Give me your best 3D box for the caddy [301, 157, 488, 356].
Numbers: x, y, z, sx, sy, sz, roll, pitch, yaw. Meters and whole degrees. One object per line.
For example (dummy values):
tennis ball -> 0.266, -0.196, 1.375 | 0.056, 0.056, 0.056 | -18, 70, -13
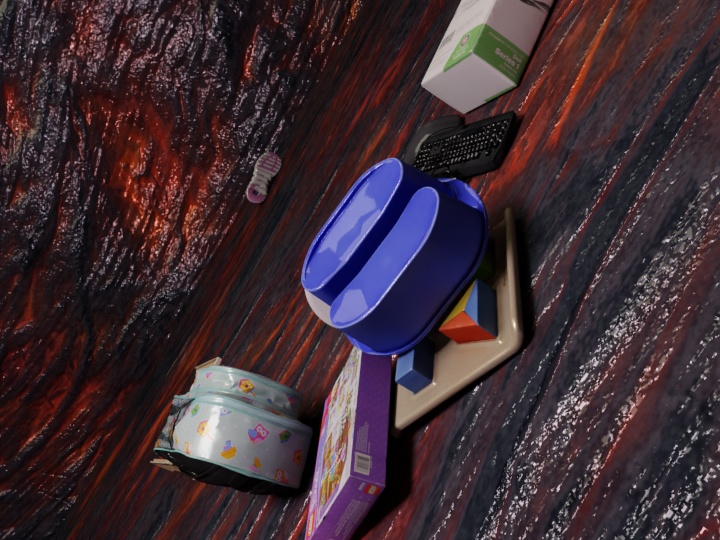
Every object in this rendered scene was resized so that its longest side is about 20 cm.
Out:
caddy -> 0.037, -0.011, 0.732 | 0.200, 0.105, 0.141 | -52, 43, 11

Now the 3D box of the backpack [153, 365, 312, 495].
backpack -> -0.154, 0.209, 0.948 | 0.200, 0.175, 0.154 | -7, 59, 65

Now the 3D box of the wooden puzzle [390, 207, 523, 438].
wooden puzzle -> 0.085, 0.047, 0.739 | 0.200, 0.046, 0.186 | -48, 21, 37

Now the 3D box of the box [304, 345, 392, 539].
box -> -0.010, 0.176, 0.772 | 0.200, 0.039, 0.137 | -83, 15, -51

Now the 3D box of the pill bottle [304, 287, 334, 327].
pill bottle -> 0.000, 0.000, 0.907 | 0.111, 0.111, 0.200 | -57, 0, 11

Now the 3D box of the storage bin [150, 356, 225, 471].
storage bin -> -0.295, 0.282, 1.374 | 0.198, 0.094, 0.201 | -27, 38, 61

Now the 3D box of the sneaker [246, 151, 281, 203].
sneaker -> -0.335, -0.309, 2.487 | 0.201, 0.080, 0.088 | -68, 11, -19

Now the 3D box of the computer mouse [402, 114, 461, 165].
computer mouse -> 0.074, -0.141, 1.073 | 0.200, 0.046, 0.141 | -50, 19, 31

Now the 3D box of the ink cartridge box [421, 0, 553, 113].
ink cartridge box -> 0.183, -0.337, 1.008 | 0.201, 0.084, 0.146 | -64, 18, -12

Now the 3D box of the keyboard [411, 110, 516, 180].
keyboard -> 0.113, -0.148, 0.941 | 0.200, 0.040, 0.104 | -5, 64, 62
